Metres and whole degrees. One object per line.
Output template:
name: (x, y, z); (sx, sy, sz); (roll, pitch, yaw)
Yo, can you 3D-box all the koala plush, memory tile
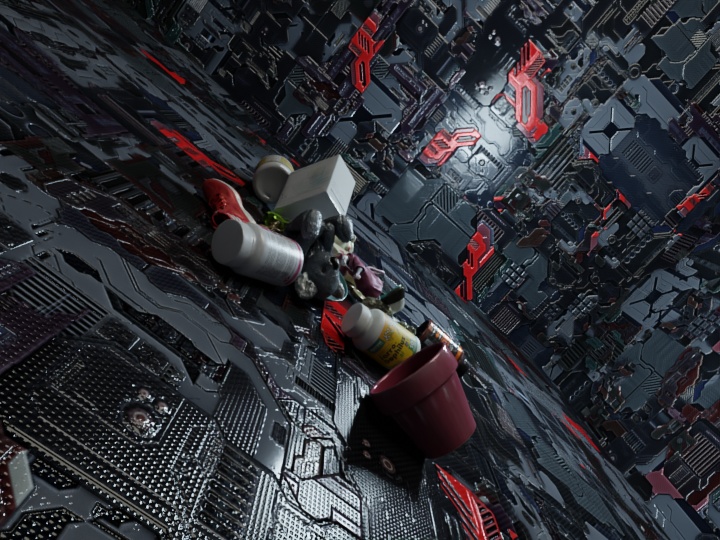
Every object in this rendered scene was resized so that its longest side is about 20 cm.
koala plush: (-0.108, -0.021, 1.302); (0.176, 0.182, 0.204); (2, 67, -52)
memory tile: (0.026, 0.089, 1.755); (0.154, 0.017, 0.199); (48, 13, 23)

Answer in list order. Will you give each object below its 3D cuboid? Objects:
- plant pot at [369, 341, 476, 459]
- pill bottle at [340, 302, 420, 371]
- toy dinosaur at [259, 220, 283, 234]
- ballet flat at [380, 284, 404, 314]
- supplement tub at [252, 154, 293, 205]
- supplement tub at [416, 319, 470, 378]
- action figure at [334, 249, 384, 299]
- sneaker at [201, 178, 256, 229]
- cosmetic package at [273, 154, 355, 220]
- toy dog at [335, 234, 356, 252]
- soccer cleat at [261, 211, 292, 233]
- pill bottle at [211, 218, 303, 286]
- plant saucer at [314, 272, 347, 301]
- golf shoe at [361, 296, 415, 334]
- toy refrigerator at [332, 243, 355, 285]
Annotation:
plant pot: (0.143, 0.281, 1.095); (0.181, 0.198, 0.200); (58, 13, 1)
pill bottle: (0.049, 0.169, 1.316); (0.199, 0.113, 0.113); (37, 12, -24)
toy dinosaur: (-0.275, -0.107, 1.421); (0.100, 0.059, 0.199); (29, 17, 28)
ballet flat: (0.100, 0.096, 1.607); (0.069, 0.067, 0.200); (60, -21, 4)
supplement tub: (-0.301, -0.322, 1.818); (0.144, 0.145, 0.201); (37, 12, -19)
supplement tub: (0.265, 0.263, 1.701); (0.199, 0.107, 0.107); (41, 12, -5)
action figure: (0.000, 0.000, 1.580); (0.132, 0.150, 0.201); (-4, -45, 46)
sneaker: (-0.343, -0.160, 1.285); (0.200, 0.079, 0.115); (44, 11, 13)
cosmetic package: (-0.141, -0.237, 1.644); (0.124, 0.196, 0.202); (57, 31, -34)
toy dog: (-0.105, -0.095, 1.758); (0.191, 0.143, 0.199); (5, -11, 37)
soccer cleat: (-0.206, -0.119, 1.543); (0.198, 0.068, 0.081); (33, 13, 24)
pill bottle: (-0.225, -0.039, 1.149); (0.114, 0.114, 0.199); (48, 13, 30)
plant saucer: (-0.122, 0.016, 1.416); (0.198, 0.036, 0.201); (34, 25, -18)
golf shoe: (0.074, 0.159, 1.592); (0.199, 0.079, 0.097); (41, -13, -6)
toy refrigerator: (-0.056, -0.020, 1.659); (0.076, 0.070, 0.199); (49, 9, 37)
